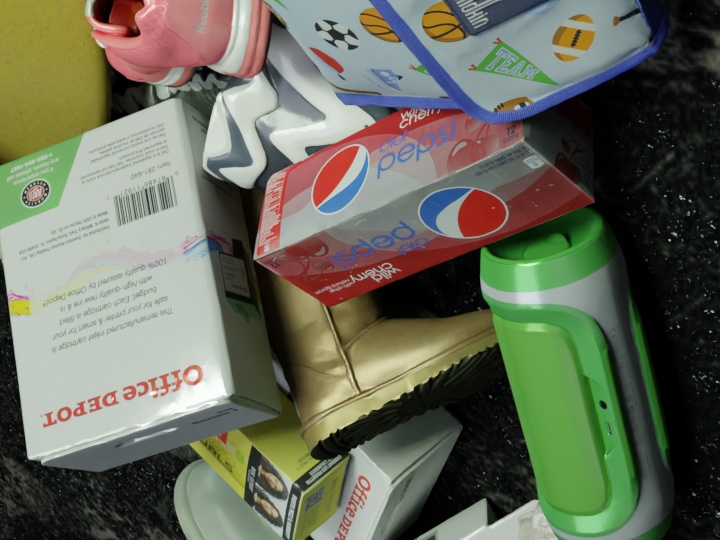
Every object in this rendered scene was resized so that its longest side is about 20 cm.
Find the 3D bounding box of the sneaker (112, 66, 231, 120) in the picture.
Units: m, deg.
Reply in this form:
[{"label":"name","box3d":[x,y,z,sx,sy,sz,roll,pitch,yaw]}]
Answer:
[{"label":"sneaker","box3d":[-0.103,-0.113,0.945,0.199,0.066,0.091,-1,124,52]}]

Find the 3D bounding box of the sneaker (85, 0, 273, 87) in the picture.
[{"label":"sneaker","box3d":[-0.125,-0.152,0.779,0.199,0.086,0.075,9,94,60]}]

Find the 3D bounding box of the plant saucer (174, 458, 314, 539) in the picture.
[{"label":"plant saucer","box3d":[-0.056,0.210,1.076,0.200,0.200,0.050,44,107,18]}]

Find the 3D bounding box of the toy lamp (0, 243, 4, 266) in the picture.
[{"label":"toy lamp","box3d":[-0.245,-0.016,0.920,0.058,0.058,0.201,18,149,42]}]

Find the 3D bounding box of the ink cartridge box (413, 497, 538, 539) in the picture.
[{"label":"ink cartridge box","box3d":[0.071,0.251,0.964,0.117,0.199,0.067,58,-173,-4]}]

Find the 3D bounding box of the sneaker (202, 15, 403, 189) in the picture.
[{"label":"sneaker","box3d":[-0.012,-0.135,0.808,0.128,0.080,0.201,16,102,-3]}]

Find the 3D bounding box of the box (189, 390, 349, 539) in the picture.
[{"label":"box","box3d":[-0.096,0.104,0.971,0.200,0.050,0.076,42,143,23]}]

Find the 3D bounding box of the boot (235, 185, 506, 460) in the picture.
[{"label":"boot","box3d":[0.000,0.000,0.879,0.066,0.174,0.202,65,-179,-67]}]

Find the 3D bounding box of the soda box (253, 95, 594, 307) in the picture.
[{"label":"soda box","box3d":[0.033,-0.047,0.754,0.199,0.064,0.070,-22,140,37]}]

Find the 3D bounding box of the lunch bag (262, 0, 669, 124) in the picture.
[{"label":"lunch bag","box3d":[0.033,-0.162,0.642,0.199,0.125,0.170,9,155,42]}]

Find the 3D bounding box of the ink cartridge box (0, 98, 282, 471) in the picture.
[{"label":"ink cartridge box","box3d":[-0.145,0.014,0.856,0.143,0.084,0.202,-18,70,15]}]

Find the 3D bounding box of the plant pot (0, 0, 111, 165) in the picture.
[{"label":"plant pot","box3d":[-0.265,-0.179,0.932,0.201,0.192,0.197,113,154,-43]}]

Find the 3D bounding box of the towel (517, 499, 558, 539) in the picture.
[{"label":"towel","box3d":[0.181,0.237,0.854,0.198,0.034,0.134,24,122,24]}]

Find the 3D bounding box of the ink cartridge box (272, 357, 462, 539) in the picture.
[{"label":"ink cartridge box","box3d":[-0.032,0.110,1.016,0.200,0.084,0.147,43,143,19]}]

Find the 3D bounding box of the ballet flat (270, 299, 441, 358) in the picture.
[{"label":"ballet flat","box3d":[-0.028,0.039,0.924,0.198,0.068,0.046,14,168,17]}]

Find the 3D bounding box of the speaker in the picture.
[{"label":"speaker","box3d":[0.129,0.067,0.782,0.088,0.088,0.202,9,124,47]}]
